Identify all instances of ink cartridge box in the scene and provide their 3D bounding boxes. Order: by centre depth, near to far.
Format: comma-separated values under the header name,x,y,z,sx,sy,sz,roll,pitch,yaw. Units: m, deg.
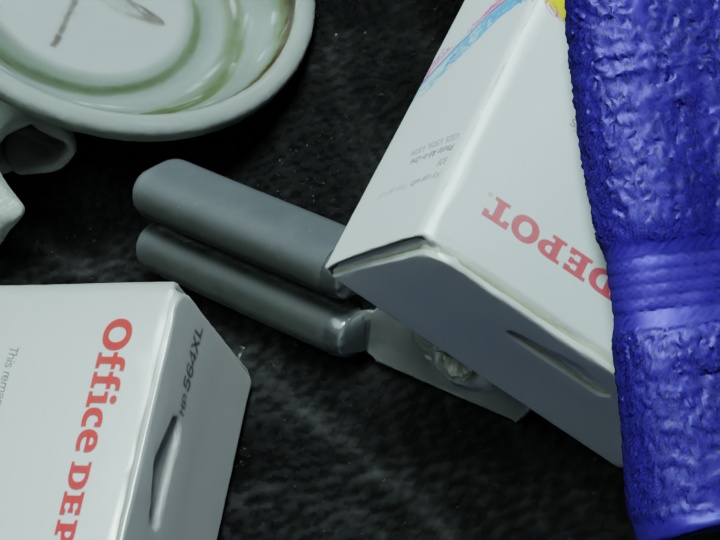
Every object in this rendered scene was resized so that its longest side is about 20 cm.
name,x,y,z,sx,sy,sz,roll,pitch,yaw
ink cartridge box,0.100,-0.050,0.721,0.087,0.145,0.200,-20,40,63
ink cartridge box,-0.157,0.087,0.790,0.199,0.084,0.146,0,61,21

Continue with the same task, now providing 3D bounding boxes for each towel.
name,x,y,z,sx,sy,sz,roll,pitch,yaw
towel,0.145,-0.016,0.662,0.147,0.050,0.201,-6,85,-25

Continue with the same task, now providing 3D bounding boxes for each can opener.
name,x,y,z,sx,sy,sz,roll,pitch,yaw
can opener,0.000,0.000,0.811,0.200,0.054,0.067,23,39,32

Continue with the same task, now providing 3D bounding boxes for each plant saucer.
name,x,y,z,sx,sy,sz,roll,pitch,yaw
plant saucer,-0.119,-0.128,0.886,0.199,0.050,0.201,14,51,-18

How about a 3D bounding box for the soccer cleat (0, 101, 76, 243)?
name,x,y,z,sx,sy,sz,roll,pitch,yaw
soccer cleat,-0.160,-0.091,0.920,0.086,0.070,0.200,28,48,-12
